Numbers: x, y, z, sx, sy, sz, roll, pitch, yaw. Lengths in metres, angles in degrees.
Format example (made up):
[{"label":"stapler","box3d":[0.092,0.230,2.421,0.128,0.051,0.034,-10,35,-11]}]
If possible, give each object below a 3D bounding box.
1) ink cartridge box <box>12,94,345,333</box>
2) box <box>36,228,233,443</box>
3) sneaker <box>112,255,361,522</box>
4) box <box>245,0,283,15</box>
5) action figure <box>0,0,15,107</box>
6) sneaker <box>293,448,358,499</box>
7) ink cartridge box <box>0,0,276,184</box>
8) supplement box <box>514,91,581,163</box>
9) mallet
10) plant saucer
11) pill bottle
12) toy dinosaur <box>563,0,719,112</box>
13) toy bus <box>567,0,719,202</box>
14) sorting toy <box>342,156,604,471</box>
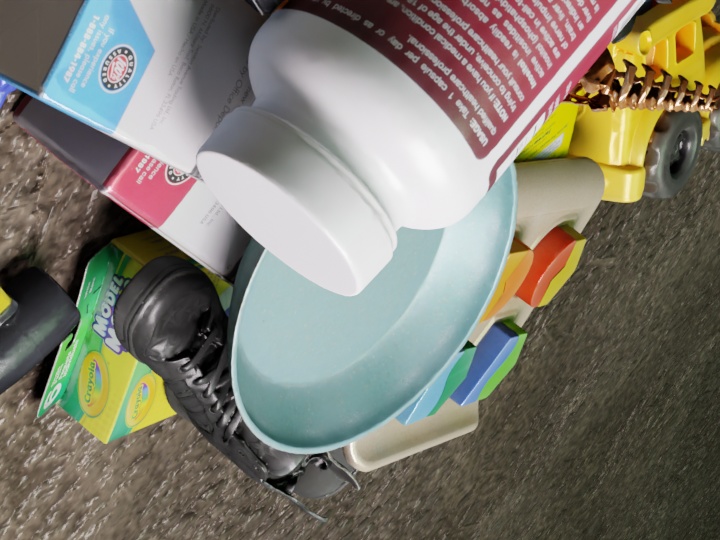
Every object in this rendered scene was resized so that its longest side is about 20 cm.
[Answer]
[{"label":"ink cartridge box","box3d":[-0.055,-0.075,0.975,0.145,0.083,0.200,-54,145,-2]},{"label":"box","box3d":[-0.099,0.025,1.123,0.200,0.048,0.118,-19,138,-52]},{"label":"sneaker","box3d":[-0.064,0.069,1.059,0.060,0.104,0.200,-48,156,-15]},{"label":"box","box3d":[-0.026,-0.210,0.687,0.161,0.049,0.200,-42,142,-3]},{"label":"action figure","box3d":[-0.149,-0.108,0.825,0.065,0.052,0.200,35,83,-48]},{"label":"sneaker","box3d":[-0.024,0.051,1.165,0.088,0.074,0.200,-13,124,-56]},{"label":"ink cartridge box","box3d":[-0.054,-0.094,0.833,0.200,0.067,0.116,27,88,-43]},{"label":"supplement box","box3d":[0.056,-0.064,1.217,0.109,0.109,0.200,-38,153,-33]},{"label":"mallet","box3d":[-0.198,-0.001,0.919,0.066,0.041,0.200,-48,151,-9]},{"label":"plant saucer","box3d":[0.000,0.000,0.996,0.200,0.036,0.200,-31,139,-31]},{"label":"pill bottle","box3d":[0.029,-0.092,0.781,0.200,0.113,0.113,-50,157,-15]},{"label":"toy dinosaur","box3d":[0.116,-0.142,1.104,0.136,0.200,0.102,-52,174,-10]},{"label":"toy bus","box3d":[0.187,-0.167,1.330,0.200,0.135,0.192,-33,133,-45]},{"label":"sorting toy","box3d":[0.078,0.027,1.188,0.185,0.036,0.200,-11,130,-62]}]
